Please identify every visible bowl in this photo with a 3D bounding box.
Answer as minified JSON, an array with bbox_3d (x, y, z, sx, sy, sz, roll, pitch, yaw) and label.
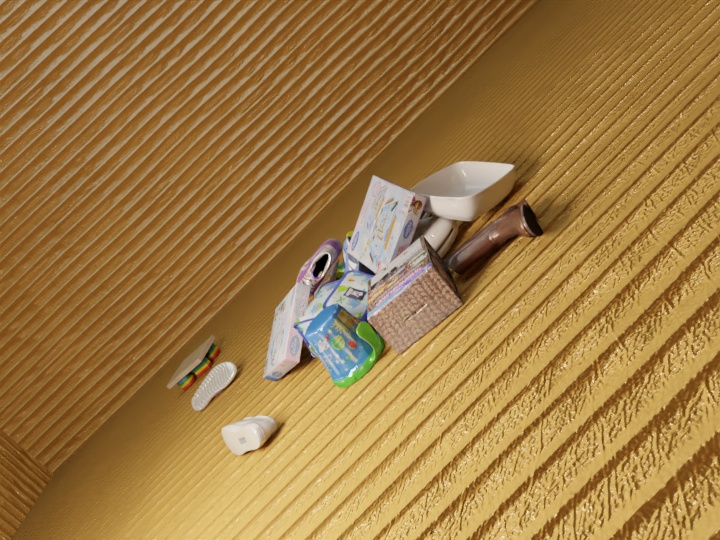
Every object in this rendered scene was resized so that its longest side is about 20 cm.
[{"bbox_3d":[0.238,-0.178,1.320,0.198,0.076,0.198,-31,28,-30],"label":"bowl"}]

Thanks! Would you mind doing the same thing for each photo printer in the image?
[{"bbox_3d":[0.133,-0.054,1.371,0.167,0.070,0.199,-50,22,-25],"label":"photo printer"}]

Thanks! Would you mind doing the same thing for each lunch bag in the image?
[{"bbox_3d":[-0.034,0.094,1.346,0.197,0.129,0.171,-17,25,38],"label":"lunch bag"}]

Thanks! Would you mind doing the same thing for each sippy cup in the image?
[{"bbox_3d":[-0.041,0.144,1.183,0.177,0.131,0.140,-38,15,18],"label":"sippy cup"}]

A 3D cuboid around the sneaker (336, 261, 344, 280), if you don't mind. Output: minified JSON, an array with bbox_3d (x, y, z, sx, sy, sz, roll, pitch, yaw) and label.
[{"bbox_3d":[-0.040,0.000,1.720,0.084,0.074,0.200,-49,14,-10],"label":"sneaker"}]

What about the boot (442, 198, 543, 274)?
[{"bbox_3d":[0.240,-0.047,1.087,0.198,0.065,0.186,-35,3,20],"label":"boot"}]

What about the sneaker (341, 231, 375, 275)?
[{"bbox_3d":[0.000,0.000,1.488,0.083,0.073,0.203,-53,43,47],"label":"sneaker"}]

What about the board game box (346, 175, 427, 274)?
[{"bbox_3d":[0.056,-0.103,1.350,0.199,0.040,0.204,38,110,56],"label":"board game box"}]

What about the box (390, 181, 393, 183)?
[{"bbox_3d":[0.107,-0.193,1.779,0.041,0.119,0.201,-33,18,30],"label":"box"}]

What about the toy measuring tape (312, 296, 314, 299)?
[{"bbox_3d":[-0.081,0.076,1.670,0.198,0.074,0.074,6,47,49],"label":"toy measuring tape"}]

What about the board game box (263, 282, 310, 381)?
[{"bbox_3d":[-0.190,0.161,1.486,0.199,0.043,0.204,135,146,-57],"label":"board game box"}]

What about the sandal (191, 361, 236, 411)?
[{"bbox_3d":[-0.474,0.374,1.887,0.202,0.083,0.050,-43,-29,8],"label":"sandal"}]

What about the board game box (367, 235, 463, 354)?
[{"bbox_3d":[0.101,0.042,1.149,0.159,0.097,0.201,-40,14,14],"label":"board game box"}]

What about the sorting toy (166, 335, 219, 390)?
[{"bbox_3d":[-0.679,0.393,2.381,0.198,0.070,0.201,-39,15,17],"label":"sorting toy"}]

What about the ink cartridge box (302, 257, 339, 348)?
[{"bbox_3d":[-0.115,0.080,1.539,0.163,0.056,0.203,-58,-21,-48],"label":"ink cartridge box"}]

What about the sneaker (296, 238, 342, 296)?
[{"bbox_3d":[-0.127,0.011,1.523,0.202,0.072,0.115,-58,3,28],"label":"sneaker"}]

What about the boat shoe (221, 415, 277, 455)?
[{"bbox_3d":[-0.248,0.358,1.286,0.068,0.073,0.199,-26,-7,-39],"label":"boat shoe"}]

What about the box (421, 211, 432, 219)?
[{"bbox_3d":[0.176,-0.152,1.616,0.159,0.049,0.201,-30,19,48],"label":"box"}]
